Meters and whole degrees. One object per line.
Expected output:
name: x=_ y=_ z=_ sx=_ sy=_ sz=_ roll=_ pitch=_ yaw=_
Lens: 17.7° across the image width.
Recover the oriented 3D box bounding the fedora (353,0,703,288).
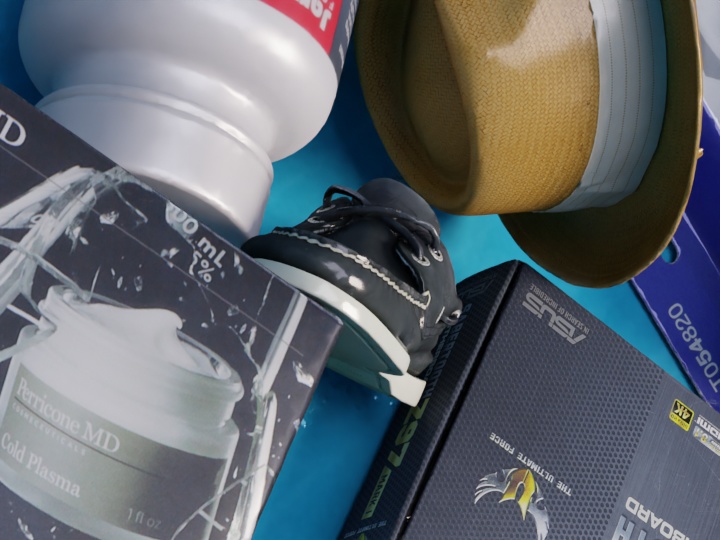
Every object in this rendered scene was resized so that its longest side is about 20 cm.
fedora: x=0.052 y=-0.086 z=0.887 sx=0.082 sy=0.201 sz=0.201 roll=-13 pitch=84 yaw=-26

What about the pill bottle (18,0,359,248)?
pill bottle: x=-0.059 y=-0.105 z=0.854 sx=0.119 sy=0.120 sz=0.200 roll=24 pitch=64 yaw=-26

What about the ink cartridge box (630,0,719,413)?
ink cartridge box: x=0.184 y=-0.064 z=1.051 sx=0.200 sy=0.041 sz=0.200 roll=-36 pitch=97 yaw=-35

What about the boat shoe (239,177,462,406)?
boat shoe: x=0.002 y=0.001 z=0.823 sx=0.074 sy=0.199 sz=0.066 roll=24 pitch=84 yaw=16

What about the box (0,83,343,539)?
box: x=-0.142 y=0.056 z=0.692 sx=0.200 sy=0.124 sz=0.197 roll=35 pitch=57 yaw=-20

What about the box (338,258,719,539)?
box: x=0.095 y=0.116 z=0.933 sx=0.200 sy=0.051 sz=0.158 roll=37 pitch=60 yaw=-19
